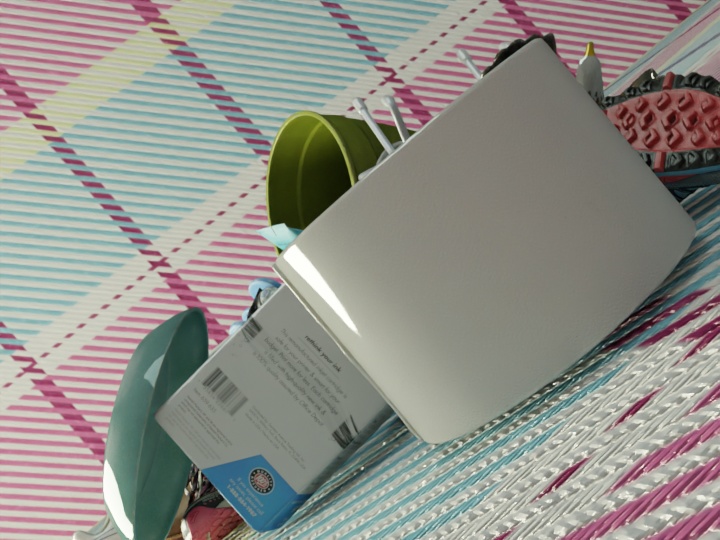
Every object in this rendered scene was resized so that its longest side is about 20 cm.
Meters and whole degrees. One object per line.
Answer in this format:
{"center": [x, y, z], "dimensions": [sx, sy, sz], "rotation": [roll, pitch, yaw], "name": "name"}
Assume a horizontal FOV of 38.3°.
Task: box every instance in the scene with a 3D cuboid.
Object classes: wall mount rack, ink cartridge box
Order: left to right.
{"center": [-0.033, 0.076, 0.748], "dimensions": [0.200, 0.116, 0.067], "rotation": [-45, -15, -2], "name": "ink cartridge box"}
{"center": [0.073, -0.153, 0.945], "dimensions": [0.200, 0.075, 0.174], "rotation": [-25, 9, -5], "name": "wall mount rack"}

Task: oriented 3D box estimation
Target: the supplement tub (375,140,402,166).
{"center": [0.106, -0.080, 1.045], "dimensions": [0.200, 0.107, 0.107], "rotation": [5, -34, -44], "name": "supplement tub"}

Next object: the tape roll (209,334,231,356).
{"center": [-0.145, 0.156, 1.301], "dimensions": [0.203, 0.139, 0.203], "rotation": [-39, 2, 1], "name": "tape roll"}

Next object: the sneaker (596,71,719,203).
{"center": [0.190, -0.072, 0.706], "dimensions": [0.200, 0.096, 0.079], "rotation": [-2, 58, 47], "name": "sneaker"}

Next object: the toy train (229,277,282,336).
{"center": [-0.083, 0.088, 1.120], "dimensions": [0.200, 0.114, 0.087], "rotation": [110, -179, -54], "name": "toy train"}

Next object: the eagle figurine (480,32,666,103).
{"center": [0.176, -0.110, 0.825], "dimensions": [0.152, 0.151, 0.200], "rotation": [-29, -3, 17], "name": "eagle figurine"}

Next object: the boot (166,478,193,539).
{"center": [-0.147, 0.195, 1.076], "dimensions": [0.200, 0.075, 0.074], "rotation": [-43, 32, -21], "name": "boot"}

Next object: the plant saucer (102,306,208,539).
{"center": [-0.162, 0.124, 0.817], "dimensions": [0.200, 0.036, 0.200], "rotation": [10, -90, -86], "name": "plant saucer"}

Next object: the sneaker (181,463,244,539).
{"center": [-0.132, 0.196, 0.948], "dimensions": [0.081, 0.075, 0.200], "rotation": [-40, 2, 5], "name": "sneaker"}

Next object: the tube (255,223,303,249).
{"center": [0.000, 0.000, 0.989], "dimensions": [0.077, 0.200, 0.050], "rotation": [-16, 53, 62], "name": "tube"}

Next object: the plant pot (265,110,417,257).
{"center": [0.026, -0.080, 1.154], "dimensions": [0.193, 0.201, 0.200], "rotation": [-8, -17, -31], "name": "plant pot"}

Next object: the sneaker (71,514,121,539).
{"center": [-0.221, 0.259, 1.122], "dimensions": [0.200, 0.087, 0.075], "rotation": [-39, -1, -23], "name": "sneaker"}

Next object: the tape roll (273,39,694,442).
{"center": [0.070, -0.016, 0.605], "dimensions": [0.203, 0.139, 0.203], "rotation": [-41, 1, 1], "name": "tape roll"}
